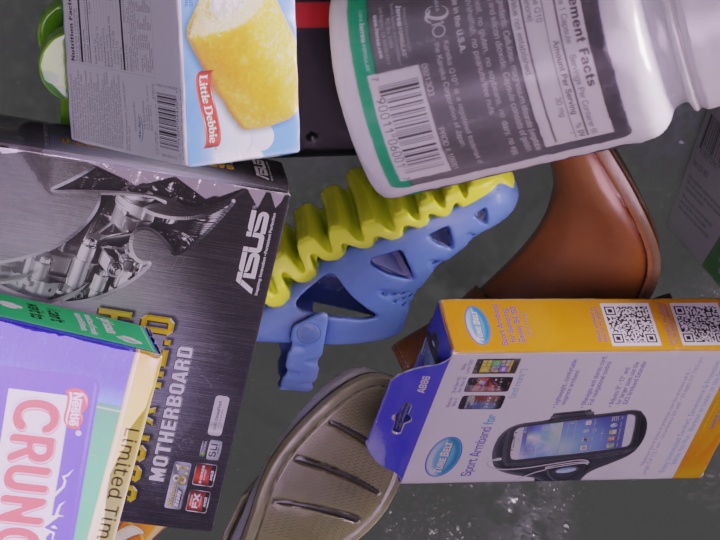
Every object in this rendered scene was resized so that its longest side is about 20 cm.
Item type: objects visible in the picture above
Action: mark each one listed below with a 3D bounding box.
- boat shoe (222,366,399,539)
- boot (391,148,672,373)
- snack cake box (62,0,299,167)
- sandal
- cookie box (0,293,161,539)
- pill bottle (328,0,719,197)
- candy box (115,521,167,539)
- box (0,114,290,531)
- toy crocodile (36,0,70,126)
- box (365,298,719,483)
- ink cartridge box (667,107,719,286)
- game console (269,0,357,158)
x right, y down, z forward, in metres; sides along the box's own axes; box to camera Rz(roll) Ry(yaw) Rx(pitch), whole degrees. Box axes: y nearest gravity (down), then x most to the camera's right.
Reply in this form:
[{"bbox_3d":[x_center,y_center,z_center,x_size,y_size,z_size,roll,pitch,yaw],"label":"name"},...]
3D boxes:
[{"bbox_3d":[-0.038,0.136,1.522,0.075,0.068,0.200,27,100,-20],"label":"boat shoe"},{"bbox_3d":[0.088,0.010,1.499,0.155,0.077,0.200,-19,127,3],"label":"boot"},{"bbox_3d":[-0.090,-0.156,1.312,0.067,0.115,0.200,-10,105,-32],"label":"snack cake box"},{"bbox_3d":[0.000,0.000,1.475,0.200,0.080,0.087,-27,117,18],"label":"sandal"},{"bbox_3d":[-0.215,0.091,1.345,0.200,0.075,0.171,13,100,-13],"label":"cookie box"},{"bbox_3d":[0.093,-0.111,1.387,0.200,0.113,0.113,-12,112,10],"label":"pill bottle"},{"bbox_3d":[-0.209,0.100,1.487,0.115,0.055,0.200,-44,111,7],"label":"candy box"},{"bbox_3d":[-0.134,0.028,1.410,0.158,0.048,0.200,9,112,-13],"label":"box"},{"bbox_3d":[-0.133,-0.149,1.403,0.062,0.068,0.200,2,106,-8],"label":"toy crocodile"},{"bbox_3d":[0.103,0.064,1.455,0.200,0.041,0.119,2,140,-15],"label":"box"},{"bbox_3d":[0.249,-0.084,1.454,0.087,0.145,0.200,12,107,-14],"label":"ink cartridge box"},{"bbox_3d":[0.040,-0.147,1.462,0.200,0.031,0.177,-2,115,-9],"label":"game console"}]
